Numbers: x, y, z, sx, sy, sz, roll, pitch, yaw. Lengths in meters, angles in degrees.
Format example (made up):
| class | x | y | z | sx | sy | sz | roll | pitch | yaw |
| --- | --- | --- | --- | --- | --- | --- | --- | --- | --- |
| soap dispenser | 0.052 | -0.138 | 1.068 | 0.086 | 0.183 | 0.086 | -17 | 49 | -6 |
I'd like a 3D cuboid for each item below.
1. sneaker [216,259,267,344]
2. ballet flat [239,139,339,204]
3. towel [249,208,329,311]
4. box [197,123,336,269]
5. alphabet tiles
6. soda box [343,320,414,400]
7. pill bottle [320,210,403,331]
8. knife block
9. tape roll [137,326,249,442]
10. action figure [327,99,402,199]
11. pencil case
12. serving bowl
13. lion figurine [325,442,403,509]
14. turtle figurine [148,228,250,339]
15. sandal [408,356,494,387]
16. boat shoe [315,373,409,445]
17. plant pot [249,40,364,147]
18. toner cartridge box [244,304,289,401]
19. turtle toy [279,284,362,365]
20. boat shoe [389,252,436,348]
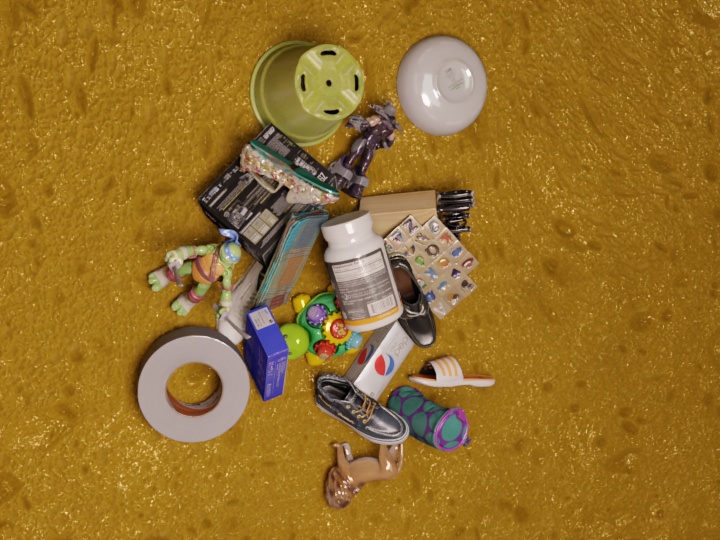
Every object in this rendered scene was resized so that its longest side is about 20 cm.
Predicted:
| class | x | y | z | sx | sy | sz | roll | pitch | yaw |
| --- | --- | --- | --- | --- | --- | --- | --- | --- | --- |
| sneaker | -0.204 | 0.051 | 1.633 | 0.076 | 0.080 | 0.201 | 30 | 84 | -23 |
| ballet flat | -0.128 | -0.157 | 1.530 | 0.199 | 0.076 | 0.064 | 32 | 107 | 13 |
| towel | -0.126 | -0.016 | 1.576 | 0.022 | 0.146 | 0.201 | 30 | 107 | 15 |
| box | -0.166 | -0.135 | 1.594 | 0.163 | 0.086 | 0.200 | 39 | 77 | 11 |
| alphabet tiles | 0.127 | -0.005 | 1.699 | 0.166 | 0.006 | 0.200 | -43 | 104 | 8 |
| soda box | 0.051 | 0.158 | 1.748 | 0.064 | 0.068 | 0.201 | 38 | 80 | -20 |
| pill bottle | 0.000 | 0.000 | 1.594 | 0.116 | 0.116 | 0.202 | -21 | 103 | -19 |
| knife block | 0.119 | -0.119 | 1.706 | 0.199 | 0.064 | 0.176 | 31 | 124 | -20 |
| tape roll | -0.303 | 0.206 | 1.591 | 0.198 | 0.066 | 0.202 | -3 | 103 | -12 |
| action figure | 0.010 | -0.243 | 1.687 | 0.130 | 0.069 | 0.201 | 29 | 94 | -44 |
| pencil case | 0.131 | 0.288 | 1.718 | 0.092 | 0.200 | 0.085 | -43 | 114 | -17 |
| serving bowl | 0.175 | -0.375 | 1.761 | 0.198 | 0.066 | 0.202 | -1 | 94 | -21 |
| lion figurine | 0.014 | 0.389 | 1.717 | 0.198 | 0.072 | 0.124 | -20 | 72 | 19 |
| turtle figurine | -0.293 | 0.030 | 1.520 | 0.143 | 0.193 | 0.202 | 19 | 61 | -38 |
| sandal | 0.189 | 0.206 | 1.808 | 0.205 | 0.079 | 0.060 | 3 | 91 | -31 |
| boat shoe | 0.001 | 0.267 | 1.675 | 0.199 | 0.091 | 0.071 | 23 | 63 | 11 |
| plant pot | -0.084 | -0.333 | 1.595 | 0.198 | 0.184 | 0.203 | -1 | 94 | -21 |
| toner cartridge box | -0.171 | 0.153 | 1.580 | 0.043 | 0.201 | 0.096 | -19 | 65 | -19 |
| turtle toy | -0.076 | 0.113 | 1.676 | 0.198 | 0.101 | 0.147 | -18 | 100 | -20 |
| boat shoe | 0.095 | 0.067 | 1.681 | 0.071 | 0.068 | 0.201 | -23 | 108 | -1 |
